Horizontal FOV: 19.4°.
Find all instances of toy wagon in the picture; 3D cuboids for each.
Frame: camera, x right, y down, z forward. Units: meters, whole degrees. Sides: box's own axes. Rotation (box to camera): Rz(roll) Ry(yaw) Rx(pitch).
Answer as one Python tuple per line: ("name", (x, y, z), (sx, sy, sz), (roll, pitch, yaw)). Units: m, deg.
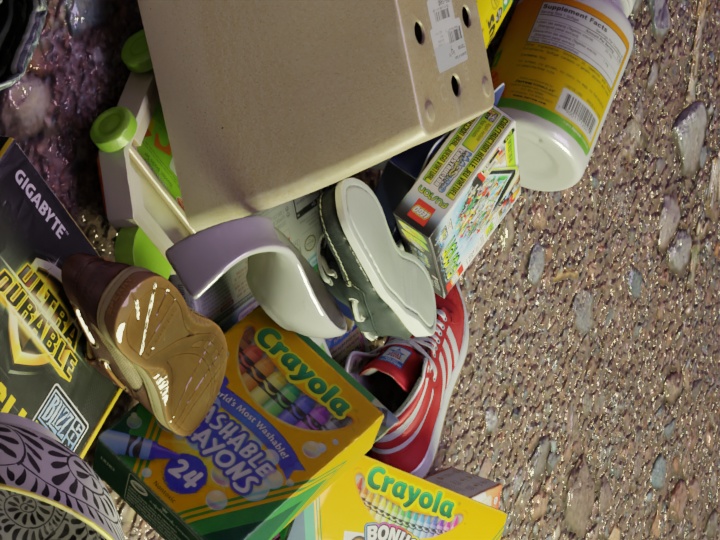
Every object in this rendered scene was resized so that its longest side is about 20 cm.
("toy wagon", (-0.134, -0.061, 1.453), (0.155, 0.039, 0.201), (54, 43, -43))

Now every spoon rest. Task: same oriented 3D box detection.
("spoon rest", (-0.060, 0.000, 1.457), (0.100, 0.060, 0.200), (56, 15, 18))

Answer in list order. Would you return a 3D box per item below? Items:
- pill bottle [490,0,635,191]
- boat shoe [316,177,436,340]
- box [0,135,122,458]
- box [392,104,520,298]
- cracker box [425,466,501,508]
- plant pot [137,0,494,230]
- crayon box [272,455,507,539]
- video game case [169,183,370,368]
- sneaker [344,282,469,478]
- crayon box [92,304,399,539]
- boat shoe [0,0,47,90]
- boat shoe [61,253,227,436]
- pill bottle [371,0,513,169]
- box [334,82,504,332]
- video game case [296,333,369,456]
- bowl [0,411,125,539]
("pill bottle", (0.175, -0.181, 1.847), (0.111, 0.110, 0.201), (51, 55, -46))
("boat shoe", (0.000, 0.000, 1.522), (0.200, 0.060, 0.076), (57, 28, -54))
("box", (-0.228, 0.038, 1.355), (0.160, 0.049, 0.201), (-60, 139, -28))
("box", (0.077, -0.052, 1.608), (0.110, 0.035, 0.200), (-54, 168, -7))
("cracker box", (0.041, 0.253, 1.749), (0.199, 0.057, 0.135), (-14, 116, -57))
("plant pot", (-0.019, -0.157, 1.457), (0.199, 0.175, 0.202), (-28, 108, -62))
("crayon box", (0.009, 0.207, 1.595), (0.199, 0.058, 0.120), (25, 81, -35))
("video game case", (-0.066, 0.028, 1.610), (0.200, 0.024, 0.184), (-38, 126, -47))
("sneaker", (0.038, 0.062, 1.689), (0.113, 0.070, 0.202), (67, 29, -55))
("crayon box", (-0.075, 0.112, 1.488), (0.200, 0.126, 0.052), (-40, 162, -32))
("boat shoe", (-0.266, -0.104, 1.235), (0.201, 0.090, 0.071), (-61, 140, -28))
("boat shoe", (-0.144, 0.045, 1.376), (0.073, 0.072, 0.200), (-58, 156, -13))
("pill bottle", (0.040, -0.181, 1.651), (0.201, 0.112, 0.113), (-61, 140, -30))
("box", (0.042, -0.056, 1.621), (0.121, 0.032, 0.201), (-42, 163, -47))
("video game case", (-0.059, 0.162, 1.613), (0.183, 0.022, 0.201), (-57, 146, -29))
("bowl", (-0.227, 0.150, 1.285), (0.201, 0.199, 0.095), (58, 26, -42))
